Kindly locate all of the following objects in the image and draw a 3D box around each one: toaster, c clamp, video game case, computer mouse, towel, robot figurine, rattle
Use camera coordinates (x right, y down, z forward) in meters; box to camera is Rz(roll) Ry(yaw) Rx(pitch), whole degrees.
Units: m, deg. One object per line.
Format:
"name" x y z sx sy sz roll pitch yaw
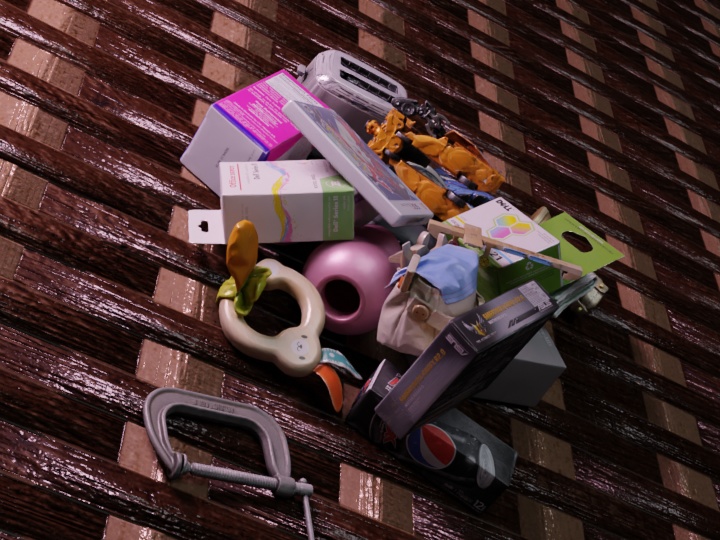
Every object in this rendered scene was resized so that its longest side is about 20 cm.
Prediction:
"toaster" -0.018 -0.224 1.880 0.199 0.129 0.114 26 35 -16
"c clamp" -0.135 0.195 1.359 0.199 0.027 0.172 20 37 -25
"video game case" 0.001 -0.133 1.630 0.200 0.023 0.182 46 13 9
"computer mouse" 0.023 -0.060 1.777 0.200 0.046 0.140 43 34 22
"towel" 0.210 0.017 1.805 0.199 0.031 0.149 11 20 31
"robot figurine" 0.089 -0.144 1.780 0.199 0.145 0.058 35 10 -3
"rattle" -0.070 0.049 1.482 0.130 0.143 0.200 -19 59 -42

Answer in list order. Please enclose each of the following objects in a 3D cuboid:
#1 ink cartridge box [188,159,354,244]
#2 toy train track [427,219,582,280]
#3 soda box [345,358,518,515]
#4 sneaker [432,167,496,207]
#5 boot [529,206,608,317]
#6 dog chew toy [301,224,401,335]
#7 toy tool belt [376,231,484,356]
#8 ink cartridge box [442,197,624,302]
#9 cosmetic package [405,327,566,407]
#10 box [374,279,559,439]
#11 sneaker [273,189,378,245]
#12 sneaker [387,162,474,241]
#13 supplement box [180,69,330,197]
"ink cartridge box" -0.112 -0.085 1.588 0.198 0.068 0.117 -3 24 -8
"toy train track" 0.176 -0.017 1.614 0.198 0.033 0.115 17 14 1
"soda box" 0.085 0.196 1.528 0.199 0.063 0.071 35 33 -3
"sneaker" 0.129 -0.115 1.938 0.199 0.076 0.079 20 33 -26
"boot" 0.294 -0.008 1.909 0.156 0.073 0.200 49 0 12
"dog chew toy" 0.000 0.000 1.641 0.124 0.125 0.200 37 26 0
"toy tool belt" 0.093 0.012 1.536 0.124 0.124 0.200 12 26 21
"ink cartridge box" 0.228 -0.040 1.734 0.199 0.076 0.148 -24 36 -17
"cosmetic package" 0.156 0.103 1.687 0.199 0.090 0.107 8 39 -32
"box" 0.124 0.098 1.480 0.048 0.159 0.199 49 36 15
"sneaker" -0.048 -0.101 1.717 0.199 0.075 0.100 -14 53 -28
"sneaker" 0.108 -0.085 1.847 0.199 0.077 0.085 30 22 -24
"supplement box" -0.135 -0.180 1.745 0.103 0.101 0.200 41 33 7
